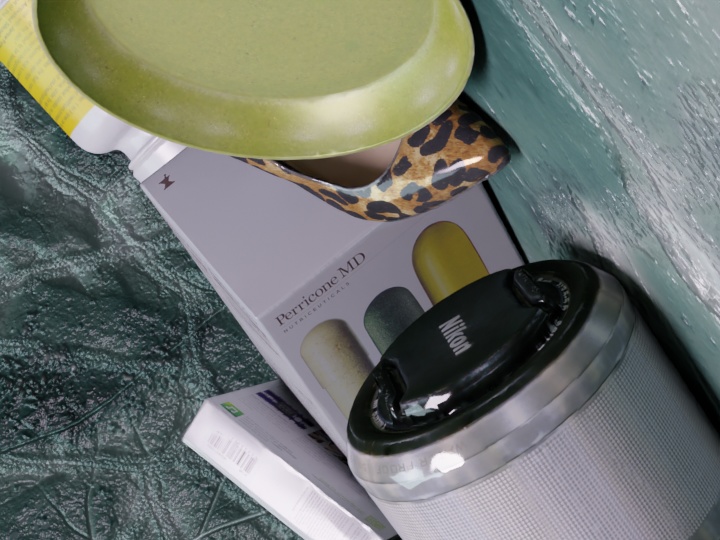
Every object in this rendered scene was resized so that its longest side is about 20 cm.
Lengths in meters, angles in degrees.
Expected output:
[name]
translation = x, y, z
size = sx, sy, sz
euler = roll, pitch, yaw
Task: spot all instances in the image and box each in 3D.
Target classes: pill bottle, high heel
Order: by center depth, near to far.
[high heel]
translation = -0.032, -0.080, 0.989
size = 0.199, 0.072, 0.142
euler = 9, 168, 45
[pill bottle]
translation = -0.168, -0.147, 1.261
size = 0.200, 0.111, 0.111
euler = 48, 175, -2

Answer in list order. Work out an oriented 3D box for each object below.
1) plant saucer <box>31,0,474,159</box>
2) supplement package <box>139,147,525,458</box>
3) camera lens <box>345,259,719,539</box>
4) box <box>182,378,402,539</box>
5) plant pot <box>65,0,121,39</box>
[plant saucer]
translation = -0.047, -0.115, 0.885
size = 0.200, 0.199, 0.031
euler = 61, -150, -56
[supplement package]
translation = 0.000, 0.000, 1.173
size = 0.151, 0.152, 0.200
euler = 46, 172, 43
[camera lens]
translation = 0.101, 0.108, 0.975
size = 0.200, 0.160, 0.160
euler = 54, 174, -18
[box]
translation = -0.012, 0.125, 1.257
size = 0.144, 0.036, 0.200
euler = 37, -164, 16
[plant pot]
translation = -0.118, -0.202, 0.956
size = 0.200, 0.140, 0.200
euler = 53, 175, 6
